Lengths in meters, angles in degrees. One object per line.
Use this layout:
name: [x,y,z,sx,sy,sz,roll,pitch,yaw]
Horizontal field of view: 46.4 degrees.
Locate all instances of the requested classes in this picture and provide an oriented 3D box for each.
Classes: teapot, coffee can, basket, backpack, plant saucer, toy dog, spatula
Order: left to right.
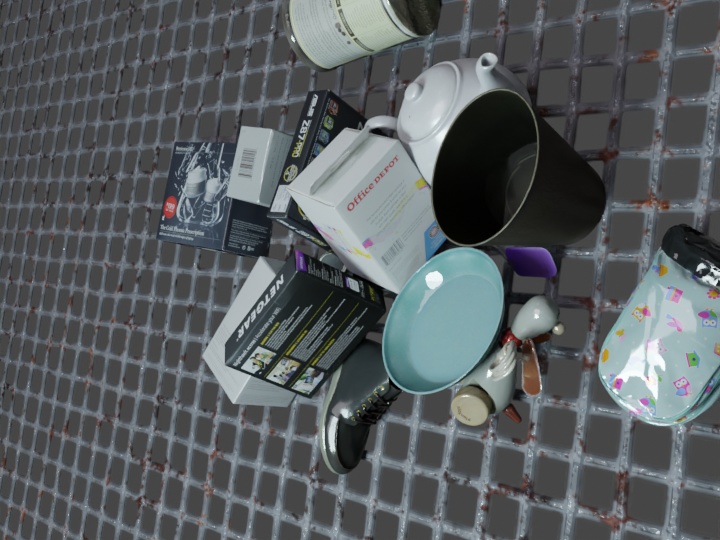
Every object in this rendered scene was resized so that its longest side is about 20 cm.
coffee can: [0.000,-0.400,1.280,0.199,0.146,0.147,-8,77,40]
teapot: [0.115,-0.202,1.113,0.200,0.146,0.198,-56,32,17]
plant saucer: [0.111,0.068,1.065,0.200,0.036,0.201,-31,43,34]
spatula: [0.177,-0.026,1.127,0.021,0.057,0.200,-47,37,-18]
toy dog: [0.194,0.126,1.038,0.132,0.096,0.200,-59,3,-33]
basket: [0.200,-0.102,1.009,0.136,0.200,0.181,20,96,41]
backpack: [0.344,0.067,0.899,0.167,0.126,0.201,40,112,35]

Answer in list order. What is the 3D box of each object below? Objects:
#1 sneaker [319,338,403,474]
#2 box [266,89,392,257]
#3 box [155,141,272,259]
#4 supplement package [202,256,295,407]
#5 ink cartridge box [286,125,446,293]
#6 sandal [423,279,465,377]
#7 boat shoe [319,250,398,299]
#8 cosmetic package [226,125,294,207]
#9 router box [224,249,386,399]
sneaker: [0.007,0.199,1.207,0.106,0.075,0.201,4,84,45]
box: [-0.040,-0.138,1.232,0.049,0.161,0.201,5,72,41]
box: [-0.249,-0.125,1.479,0.199,0.104,0.183,8,86,42]
supplement package: [-0.135,0.099,1.323,0.121,0.119,0.200,48,113,39]
ink cartridge box: [0.010,-0.092,1.145,0.129,0.200,0.125,-47,37,-14]
sandal: [0.119,0.072,1.134,0.080,0.054,0.201,-43,35,28]
boat shoe: [0.000,0.000,1.261,0.199,0.062,0.073,17,94,42]
cosmetic package: [-0.096,-0.142,1.282,0.081,0.199,0.113,15,94,43]
router box: [-0.080,0.081,1.189,0.200,0.149,0.051,-50,29,27]
